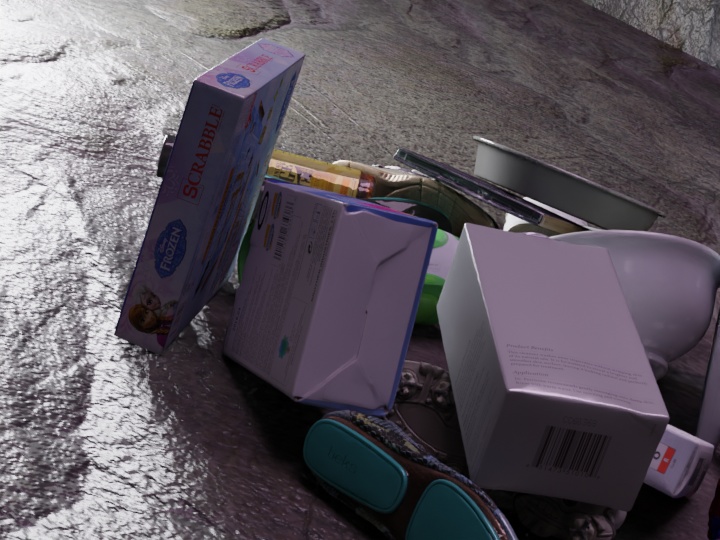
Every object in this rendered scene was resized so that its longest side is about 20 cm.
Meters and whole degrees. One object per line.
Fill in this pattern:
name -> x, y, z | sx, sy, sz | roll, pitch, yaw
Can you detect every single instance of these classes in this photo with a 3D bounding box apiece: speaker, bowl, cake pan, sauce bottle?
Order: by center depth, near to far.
speaker -> 0.000, 0.000, 1.347 | 0.199, 0.089, 0.088 | 5, 24, -39
bowl -> 0.208, 0.043, 1.377 | 0.200, 0.091, 0.201 | 2, -21, 1
sauce bottle -> -0.087, -0.080, 1.508 | 0.199, 0.066, 0.066 | 12, 19, -3
cake pan -> 0.194, -0.076, 1.572 | 0.200, 0.037, 0.200 | 22, 4, -2

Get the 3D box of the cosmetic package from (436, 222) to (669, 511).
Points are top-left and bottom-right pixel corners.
cosmetic package -> 0.121, 0.058, 1.086 | 0.112, 0.081, 0.200 | 11, 30, -10

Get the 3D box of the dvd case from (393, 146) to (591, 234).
dvd case -> 0.126, -0.067, 1.513 | 0.148, 0.016, 0.200 | 26, 6, 20

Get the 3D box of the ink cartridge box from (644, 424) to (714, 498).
ink cartridge box -> 0.159, 0.108, 1.216 | 0.199, 0.050, 0.162 | 22, -1, 17

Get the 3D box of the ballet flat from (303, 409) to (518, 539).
ballet flat -> 0.048, 0.148, 1.021 | 0.074, 0.074, 0.200 | 2, 29, -44

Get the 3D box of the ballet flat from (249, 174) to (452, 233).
ballet flat -> -0.019, -0.032, 1.454 | 0.199, 0.068, 0.069 | 9, 46, -1

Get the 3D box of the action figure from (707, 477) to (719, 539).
action figure -> 0.254, 0.178, 1.114 | 0.065, 0.099, 0.200 | 33, 19, 31

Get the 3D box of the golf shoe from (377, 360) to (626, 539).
golf shoe -> 0.092, 0.129, 1.143 | 0.200, 0.078, 0.097 | 31, 3, 12

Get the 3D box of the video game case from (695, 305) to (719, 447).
video game case -> 0.324, 0.031, 1.427 | 0.023, 0.201, 0.182 | 11, 17, 12

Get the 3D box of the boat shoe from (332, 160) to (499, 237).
boat shoe -> 0.056, -0.061, 1.544 | 0.200, 0.072, 0.065 | 20, 22, 37

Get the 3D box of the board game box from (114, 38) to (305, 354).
board game box -> -0.109, -0.062, 1.225 | 0.041, 0.201, 0.200 | 22, 18, 4

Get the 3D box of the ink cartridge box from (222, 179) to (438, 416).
ink cartridge box -> -0.031, 0.012, 1.153 | 0.076, 0.137, 0.200 | 14, 3, -24

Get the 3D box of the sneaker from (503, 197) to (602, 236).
sneaker -> 0.244, -0.027, 1.697 | 0.199, 0.074, 0.116 | 19, 22, -2
